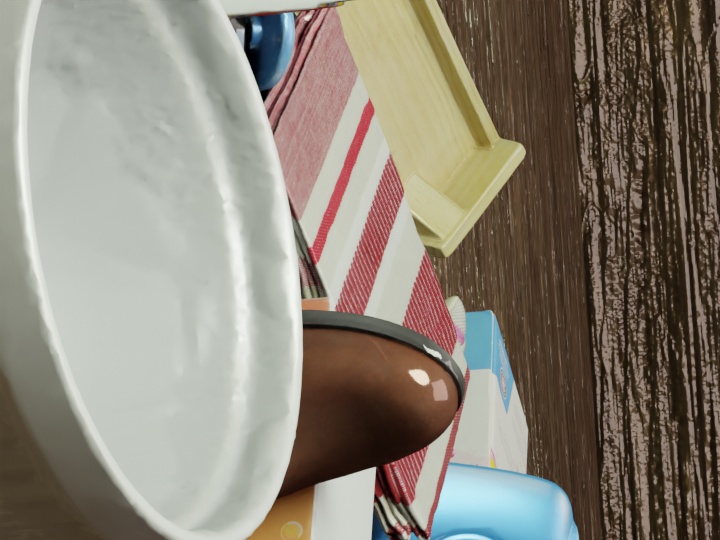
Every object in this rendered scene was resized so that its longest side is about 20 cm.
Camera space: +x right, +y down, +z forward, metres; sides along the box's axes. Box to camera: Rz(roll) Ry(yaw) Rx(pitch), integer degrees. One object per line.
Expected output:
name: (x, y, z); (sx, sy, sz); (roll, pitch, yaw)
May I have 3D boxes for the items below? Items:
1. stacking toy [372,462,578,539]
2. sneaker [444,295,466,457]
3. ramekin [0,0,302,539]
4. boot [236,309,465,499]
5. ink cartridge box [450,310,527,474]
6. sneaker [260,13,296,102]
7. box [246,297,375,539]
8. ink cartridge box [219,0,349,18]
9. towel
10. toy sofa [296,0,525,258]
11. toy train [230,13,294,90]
stacking toy: (0.022, 0.137, 1.246); (0.200, 0.109, 0.117); (-158, -102, -74)
sneaker: (-0.023, 0.011, 1.198); (0.200, 0.081, 0.089); (40, 56, -38)
ramekin: (-0.103, -0.005, 0.792); (0.200, 0.104, 0.201); (-10, 90, -71)
boot: (-0.061, 0.107, 0.838); (0.201, 0.187, 0.069); (-84, 164, -48)
ink cartridge box: (0.021, 0.143, 1.407); (0.129, 0.124, 0.201); (72, 19, -53)
sneaker: (-0.082, -0.127, 1.157); (0.071, 0.083, 0.201); (-20, 93, -35)
box: (-0.066, 0.121, 0.959); (0.098, 0.124, 0.201); (71, 18, -53)
ink cartridge box: (-0.047, -0.147, 0.940); (0.050, 0.199, 0.110); (-31, 117, -77)
towel: (0.000, 0.000, 1.108); (0.144, 0.023, 0.201); (-69, 143, -58)
toy sofa: (-0.004, -0.106, 1.275); (0.083, 0.097, 0.200); (-52, 134, -28)
toy train: (-0.076, -0.153, 1.036); (0.114, 0.086, 0.201); (17, -75, 57)
